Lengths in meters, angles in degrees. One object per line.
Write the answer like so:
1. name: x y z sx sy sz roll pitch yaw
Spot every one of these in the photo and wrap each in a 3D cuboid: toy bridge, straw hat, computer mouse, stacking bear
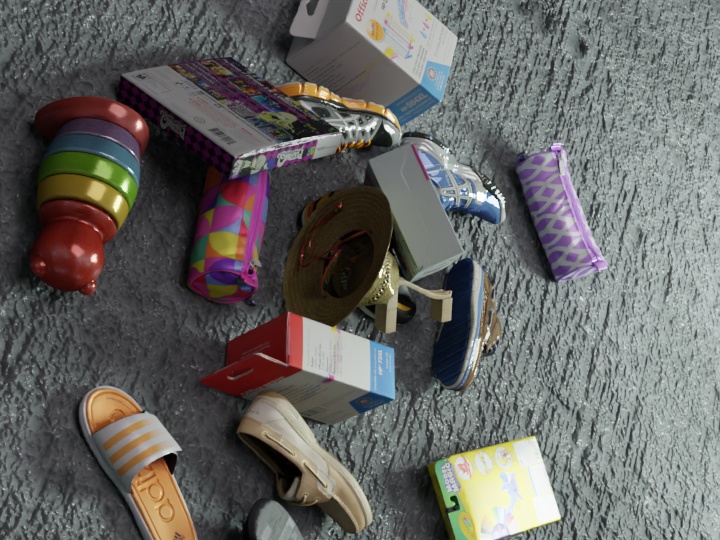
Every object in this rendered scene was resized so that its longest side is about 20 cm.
1. toy bridge: 0.033 0.042 1.818 0.199 0.027 0.068 -11 112 -33
2. straw hat: 0.000 0.000 1.738 0.085 0.200 0.202 30 51 -33
3. computer mouse: -0.084 0.351 1.591 0.200 0.046 0.141 53 38 -28
4. stacking bear: -0.294 -0.071 1.555 0.121 0.113 0.201 28 57 -32

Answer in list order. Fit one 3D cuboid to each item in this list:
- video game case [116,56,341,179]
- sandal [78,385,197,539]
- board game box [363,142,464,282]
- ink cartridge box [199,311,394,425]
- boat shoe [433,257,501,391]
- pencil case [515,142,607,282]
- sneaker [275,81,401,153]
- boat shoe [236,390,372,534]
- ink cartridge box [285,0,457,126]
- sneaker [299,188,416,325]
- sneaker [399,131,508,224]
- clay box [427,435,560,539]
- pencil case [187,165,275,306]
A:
1. video game case: -0.152 -0.181 1.716 0.200 0.036 0.181 36 34 28
2. sandal: -0.212 0.205 1.525 0.079 0.059 0.208 -31 93 -48
3. board game box: 0.063 -0.068 1.841 0.064 0.200 0.148 -24 87 -4
4. ink cartridge box: -0.071 0.108 1.670 0.199 0.116 0.068 22 57 -36
5. boat shoe: 0.149 0.078 1.934 0.072 0.072 0.201 35 49 -29
6. pencil case: 0.293 -0.084 2.147 0.084 0.085 0.201 -12 79 -44
7. sneaker: -0.032 -0.182 1.895 0.199 0.078 0.078 11 75 -37
8. boat shoe: -0.067 0.229 1.655 0.200 0.074 0.069 51 57 -13
9. ink cartridge box: 0.008 -0.298 1.945 0.200 0.125 0.129 37 48 -26
10. sneaker: 0.015 -0.016 1.835 0.200 0.090 0.070 49 44 -14
11. sneaker: 0.119 -0.110 2.013 0.199 0.076 0.077 31 73 -30
12. clay box: 0.161 0.282 1.861 0.199 0.047 0.116 -5 74 -44
13. pencil case: -0.144 -0.057 1.707 0.088 0.088 0.201 26 53 -33
